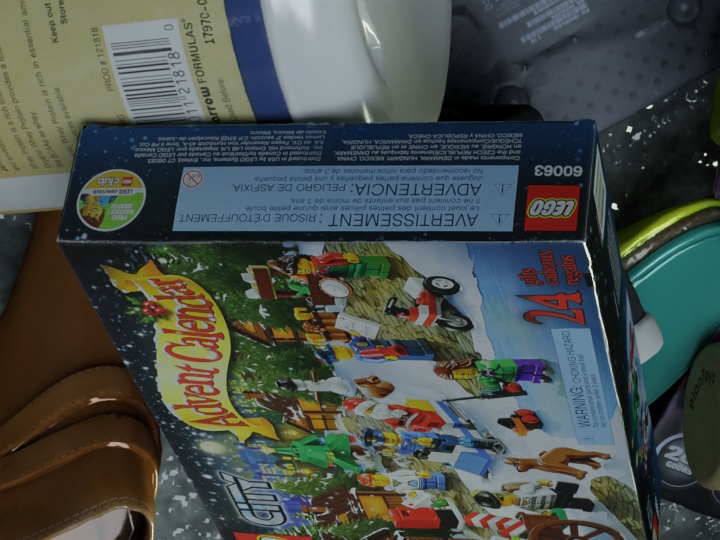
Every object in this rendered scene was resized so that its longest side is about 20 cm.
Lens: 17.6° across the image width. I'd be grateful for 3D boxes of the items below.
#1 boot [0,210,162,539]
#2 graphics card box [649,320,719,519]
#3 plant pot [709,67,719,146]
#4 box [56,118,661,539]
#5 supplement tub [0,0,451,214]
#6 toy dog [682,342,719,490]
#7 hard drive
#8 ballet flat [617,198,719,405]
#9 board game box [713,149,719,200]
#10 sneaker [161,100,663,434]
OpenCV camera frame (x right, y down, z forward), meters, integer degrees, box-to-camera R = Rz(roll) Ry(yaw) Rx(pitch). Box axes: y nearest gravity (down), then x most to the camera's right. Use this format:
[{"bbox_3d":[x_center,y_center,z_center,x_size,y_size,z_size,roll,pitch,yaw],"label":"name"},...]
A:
[{"bbox_3d":[-0.078,0.031,0.738,0.073,0.155,0.201,24,110,-19],"label":"boot"},{"bbox_3d":[0.184,0.005,0.830,0.125,0.051,0.201,21,112,-19],"label":"graphics card box"},{"bbox_3d":[0.240,-0.116,0.684,0.197,0.200,0.183,16,76,-17],"label":"plant pot"},{"bbox_3d":[0.009,0.030,0.660,0.135,0.038,0.200,-1,148,13],"label":"box"},{"bbox_3d":[-0.084,-0.089,0.662,0.198,0.145,0.145,-3,119,16],"label":"supplement tub"},{"bbox_3d":[0.159,0.108,0.759,0.131,0.201,0.097,14,136,4],"label":"toy dog"},{"bbox_3d":[0.041,-0.134,0.741,0.134,0.042,0.201,-29,117,5],"label":"hard drive"},{"bbox_3d":[0.060,0.042,0.817,0.066,0.067,0.201,14,118,-37],"label":"ballet flat"},{"bbox_3d":[0.214,-0.008,0.697,0.198,0.033,0.120,6,162,20],"label":"board game box"},{"bbox_3d":[0.000,0.000,0.764,0.199,0.071,0.100,-15,98,39],"label":"sneaker"}]
